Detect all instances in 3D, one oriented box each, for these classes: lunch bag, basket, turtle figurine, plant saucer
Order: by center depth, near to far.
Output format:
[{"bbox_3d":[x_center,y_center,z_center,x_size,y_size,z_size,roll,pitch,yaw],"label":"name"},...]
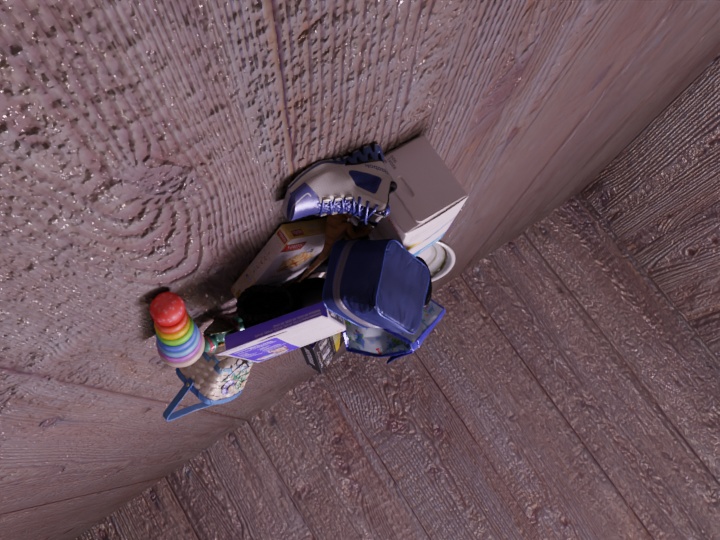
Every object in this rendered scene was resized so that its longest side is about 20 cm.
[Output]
[{"bbox_3d":[0.027,0.029,0.968,0.131,0.137,0.200,4,161,33],"label":"lunch bag"},{"bbox_3d":[-0.272,0.141,1.116,0.200,0.148,0.102,-38,135,-58],"label":"turtle figurine"},{"bbox_3d":[0.119,-0.033,1.264,0.197,0.051,0.201,-3,147,-2],"label":"plant saucer"},{"bbox_3d":[-0.355,0.259,1.269,0.200,0.139,0.176,-50,164,18],"label":"basket"},{"bbox_3d":[0.079,0.124,1.280,0.198,0.129,0.170,4,-150,36],"label":"lunch bag"}]

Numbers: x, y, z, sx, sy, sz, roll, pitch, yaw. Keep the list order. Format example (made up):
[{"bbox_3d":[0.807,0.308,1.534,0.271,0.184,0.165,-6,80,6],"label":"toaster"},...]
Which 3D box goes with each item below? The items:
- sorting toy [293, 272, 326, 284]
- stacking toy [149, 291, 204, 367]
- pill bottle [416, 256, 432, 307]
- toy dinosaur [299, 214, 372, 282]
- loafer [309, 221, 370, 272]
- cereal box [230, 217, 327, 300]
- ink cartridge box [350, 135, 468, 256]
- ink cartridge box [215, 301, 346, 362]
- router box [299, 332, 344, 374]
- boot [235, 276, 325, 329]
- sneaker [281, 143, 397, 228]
[{"bbox_3d":[-0.126,0.062,1.275,0.180,0.107,0.200,-46,167,10],"label":"sorting toy"},{"bbox_3d":[-0.321,0.098,0.930,0.085,0.086,0.200,-30,161,-21],"label":"stacking toy"},{"bbox_3d":[0.049,0.034,1.201,0.198,0.113,0.112,-7,-177,30],"label":"pill bottle"},{"bbox_3d":[-0.042,-0.072,0.986,0.105,0.061,0.202,7,117,-25],"label":"toy dinosaur"},{"bbox_3d":[-0.056,-0.050,1.113,0.200,0.070,0.068,-26,-156,54],"label":"loafer"},{"bbox_3d":[-0.143,-0.021,1.035,0.143,0.040,0.200,-18,159,-52],"label":"cereal box"},{"bbox_3d":[0.083,-0.119,1.024,0.144,0.148,0.200,-32,168,-15],"label":"ink cartridge box"},{"bbox_3d":[-0.139,0.111,0.985,0.196,0.044,0.200,-20,165,5],"label":"ink cartridge box"},{"bbox_3d":[-0.082,0.149,1.334,0.158,0.052,0.201,-56,163,-22],"label":"router box"},{"bbox_3d":[-0.138,0.057,1.054,0.210,0.080,0.158,-29,165,-19],"label":"boot"},{"bbox_3d":[-0.015,-0.116,0.851,0.198,0.116,0.081,-29,165,-27],"label":"sneaker"}]
